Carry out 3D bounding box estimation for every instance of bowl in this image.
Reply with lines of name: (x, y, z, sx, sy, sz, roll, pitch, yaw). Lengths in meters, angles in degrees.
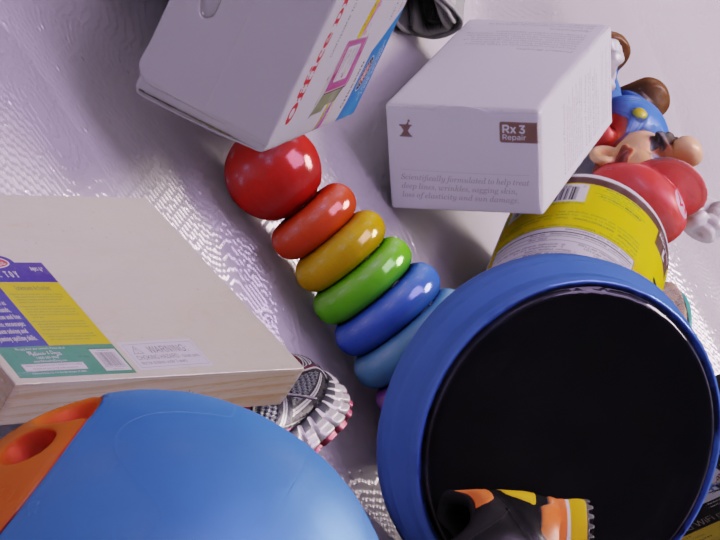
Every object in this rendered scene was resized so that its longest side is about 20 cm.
bowl: (0.108, 0.091, 1.611, 0.201, 0.201, 0.039, 47, -8, -25)

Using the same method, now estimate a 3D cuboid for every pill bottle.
pill bottle: (0.123, 0.028, 1.792, 0.109, 0.109, 0.200, 53, 27, -14)

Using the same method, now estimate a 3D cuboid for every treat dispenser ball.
treat dispenser ball: (-0.084, 0.148, 1.183, 0.201, 0.201, 0.201, 42, 31, -32)

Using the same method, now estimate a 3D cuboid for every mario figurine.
mario figurine: (0.207, -0.094, 2.071, 0.123, 0.106, 0.200, 11, 34, -13)

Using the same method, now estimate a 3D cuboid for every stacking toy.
stacking toy: (0.000, 0.000, 1.642, 0.200, 0.085, 0.085, 52, 26, -6)

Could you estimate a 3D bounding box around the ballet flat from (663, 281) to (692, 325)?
ballet flat: (0.187, 0.056, 1.919, 0.067, 0.068, 0.200, 9, 21, -9)

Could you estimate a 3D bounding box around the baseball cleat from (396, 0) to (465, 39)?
baseball cleat: (0.049, -0.210, 1.980, 0.200, 0.070, 0.107, -23, 97, -60)

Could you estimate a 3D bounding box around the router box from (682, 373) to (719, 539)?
router box: (0.250, 0.125, 1.813, 0.157, 0.200, 0.052, 38, 36, -39)

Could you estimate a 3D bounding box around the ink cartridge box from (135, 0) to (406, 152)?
ink cartridge box: (-0.033, -0.153, 1.607, 0.085, 0.145, 0.200, 28, 14, 9)

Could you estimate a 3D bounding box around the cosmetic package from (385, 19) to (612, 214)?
cosmetic package: (0.091, -0.099, 1.861, 0.200, 0.102, 0.074, -49, 139, -62)

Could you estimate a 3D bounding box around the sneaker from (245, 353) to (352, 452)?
sneaker: (-0.067, 0.079, 1.429, 0.075, 0.081, 0.200, 56, 26, -3)

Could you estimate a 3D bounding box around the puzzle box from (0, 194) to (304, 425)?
puzzle box: (-0.132, 0.015, 1.359, 0.200, 0.025, 0.133, 0, 40, -52)

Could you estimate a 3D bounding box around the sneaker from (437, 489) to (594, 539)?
sneaker: (0.066, 0.181, 1.495, 0.090, 0.070, 0.200, 12, 33, 2)
